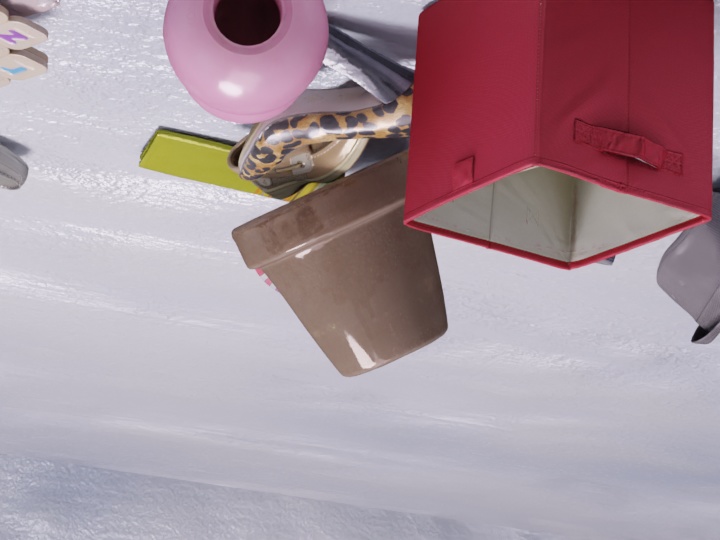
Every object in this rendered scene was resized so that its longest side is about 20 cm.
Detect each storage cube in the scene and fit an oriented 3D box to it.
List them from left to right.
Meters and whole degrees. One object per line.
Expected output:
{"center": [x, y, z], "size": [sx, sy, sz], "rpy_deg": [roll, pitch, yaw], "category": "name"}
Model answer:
{"center": [0.149, -0.121, 1.238], "size": [0.169, 0.182, 0.199], "rpy_deg": [14, 161, -28], "category": "storage cube"}

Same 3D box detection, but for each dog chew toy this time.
{"center": [-0.089, -0.170, 1.254], "size": [0.123, 0.126, 0.200], "rpy_deg": [6, 170, -4], "category": "dog chew toy"}

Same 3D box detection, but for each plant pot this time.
{"center": [0.000, 0.000, 1.540], "size": [0.198, 0.176, 0.200], "rpy_deg": [-24, -179, 1], "category": "plant pot"}

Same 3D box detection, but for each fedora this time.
{"center": [0.354, -0.020, 1.603], "size": [0.090, 0.178, 0.200], "rpy_deg": [33, 164, 8], "category": "fedora"}

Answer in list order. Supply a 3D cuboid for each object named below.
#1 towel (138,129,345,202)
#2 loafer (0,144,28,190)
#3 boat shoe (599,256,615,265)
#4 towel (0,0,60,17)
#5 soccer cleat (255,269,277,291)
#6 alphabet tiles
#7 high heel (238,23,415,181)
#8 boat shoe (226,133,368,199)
{"center": [-0.119, -0.105, 1.636], "size": [0.198, 0.018, 0.086], "rpy_deg": [12, 156, -19], "category": "towel"}
{"center": [-0.426, -0.107, 1.610], "size": [0.198, 0.071, 0.070], "rpy_deg": [15, 160, -30], "category": "loafer"}
{"center": [0.179, -0.056, 1.629], "size": [0.071, 0.066, 0.199], "rpy_deg": [14, -178, -38], "category": "boat shoe"}
{"center": [-0.362, -0.236, 1.249], "size": [0.189, 0.033, 0.199], "rpy_deg": [-8, 159, 36], "category": "towel"}
{"center": [-0.089, 0.002, 1.891], "size": [0.076, 0.068, 0.200], "rpy_deg": [1, 166, 27], "category": "soccer cleat"}
{"center": [-0.353, -0.194, 1.303], "size": [0.194, 0.015, 0.199], "rpy_deg": [-10, 157, 39], "category": "alphabet tiles"}
{"center": [-0.016, -0.110, 1.388], "size": [0.142, 0.072, 0.200], "rpy_deg": [29, 136, -12], "category": "high heel"}
{"center": [-0.055, -0.117, 1.479], "size": [0.064, 0.072, 0.199], "rpy_deg": [22, 152, -27], "category": "boat shoe"}
